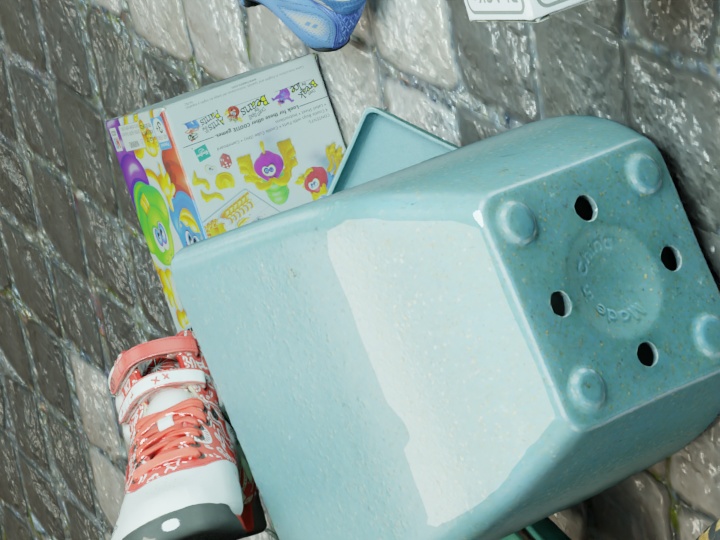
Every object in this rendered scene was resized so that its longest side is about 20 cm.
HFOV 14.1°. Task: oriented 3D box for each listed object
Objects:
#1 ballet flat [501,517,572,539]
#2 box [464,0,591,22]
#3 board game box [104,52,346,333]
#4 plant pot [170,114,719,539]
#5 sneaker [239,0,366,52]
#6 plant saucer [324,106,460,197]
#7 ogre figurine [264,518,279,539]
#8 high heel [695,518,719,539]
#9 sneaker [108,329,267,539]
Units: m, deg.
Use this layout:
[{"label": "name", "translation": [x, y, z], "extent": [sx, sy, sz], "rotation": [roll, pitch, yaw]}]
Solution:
[{"label": "ballet flat", "translation": [0.067, 0.138, 1.578], "extent": [0.067, 0.070, 0.200], "rotation": [35, -169, -33]}, {"label": "box", "translation": [0.080, -0.216, 1.240], "extent": [0.060, 0.116, 0.200], "rotation": [8, 118, 63]}, {"label": "board game box", "translation": [-0.058, -0.013, 1.714], "extent": [0.103, 0.105, 0.201], "rotation": [-6, 104, 66]}, {"label": "plant pot", "translation": [0.065, 0.031, 1.400], "extent": [0.200, 0.196, 0.196], "rotation": [-25, 87, 54]}, {"label": "sneaker", "translation": [-0.064, -0.192, 1.612], "extent": [0.200, 0.078, 0.089], "rotation": [52, 149, 32]}, {"label": "plant saucer", "translation": [0.000, 0.000, 1.598], "extent": [0.070, 0.019, 0.200], "rotation": [26, 124, 1]}, {"label": "ogre figurine", "translation": [0.011, 0.081, 1.527], "extent": [0.120, 0.098, 0.200], "rotation": [40, -157, -30]}, {"label": "high heel", "translation": [0.139, 0.203, 1.429], "extent": [0.071, 0.142, 0.200], "rotation": [50, 150, 36]}, {"label": "sneaker", "translation": [-0.095, 0.086, 1.426], "extent": [0.201, 0.067, 0.108], "rotation": [26, -134, -84]}]
